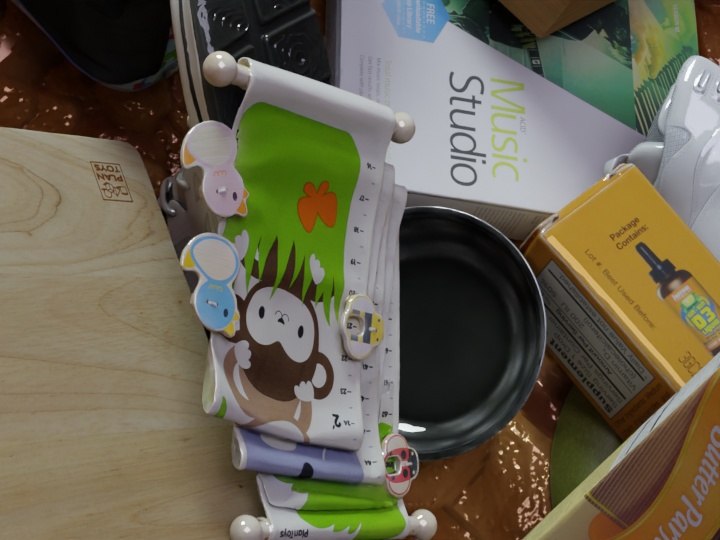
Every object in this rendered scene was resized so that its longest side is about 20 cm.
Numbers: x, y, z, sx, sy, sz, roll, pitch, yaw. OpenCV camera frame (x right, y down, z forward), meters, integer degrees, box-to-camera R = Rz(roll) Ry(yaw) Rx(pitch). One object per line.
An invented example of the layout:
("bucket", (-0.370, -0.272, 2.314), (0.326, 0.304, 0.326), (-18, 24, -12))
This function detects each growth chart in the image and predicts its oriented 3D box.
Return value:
("growth chart", (-0.019, 0.017, 0.723), (0.144, 0.018, 0.202), (-1, 89, -51))

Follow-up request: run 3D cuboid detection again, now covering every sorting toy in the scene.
("sorting toy", (-0.145, 0.047, 0.674), (0.199, 0.069, 0.200), (3, 60, -53))

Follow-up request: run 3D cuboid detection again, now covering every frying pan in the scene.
("frying pan", (-0.005, 0.017, 0.820), (0.189, 0.031, 0.116), (20, 86, 17))

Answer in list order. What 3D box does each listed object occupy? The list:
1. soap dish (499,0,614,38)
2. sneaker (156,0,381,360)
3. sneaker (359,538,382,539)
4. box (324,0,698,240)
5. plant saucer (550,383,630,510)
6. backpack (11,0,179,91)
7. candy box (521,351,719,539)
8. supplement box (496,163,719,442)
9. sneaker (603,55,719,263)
("soap dish", (0.113, -0.211, 0.918), (0.199, 0.081, 0.157), (-30, 66, -36))
("sneaker", (-0.068, -0.045, 0.767), (0.076, 0.115, 0.202), (-34, 117, -45))
("sneaker", (-0.024, 0.193, 0.715), (0.077, 0.070, 0.202), (7, 63, -7))
("box", (0.078, -0.086, 0.900), (0.198, 0.036, 0.146), (8, 64, -16))
("plant saucer", (0.187, 0.107, 0.847), (0.198, 0.031, 0.202), (7, 64, -15))
("backpack", (-0.096, -0.200, 0.833), (0.200, 0.147, 0.183), (-40, 81, -25))
("candy box", (0.152, 0.112, 0.736), (0.115, 0.200, 0.055), (44, 32, 5))
("supplement box", (0.153, 0.053, 0.807), (0.066, 0.069, 0.200), (-34, 80, -28))
("sneaker", (0.212, -0.071, 0.855), (0.115, 0.075, 0.200), (44, 78, 11))
